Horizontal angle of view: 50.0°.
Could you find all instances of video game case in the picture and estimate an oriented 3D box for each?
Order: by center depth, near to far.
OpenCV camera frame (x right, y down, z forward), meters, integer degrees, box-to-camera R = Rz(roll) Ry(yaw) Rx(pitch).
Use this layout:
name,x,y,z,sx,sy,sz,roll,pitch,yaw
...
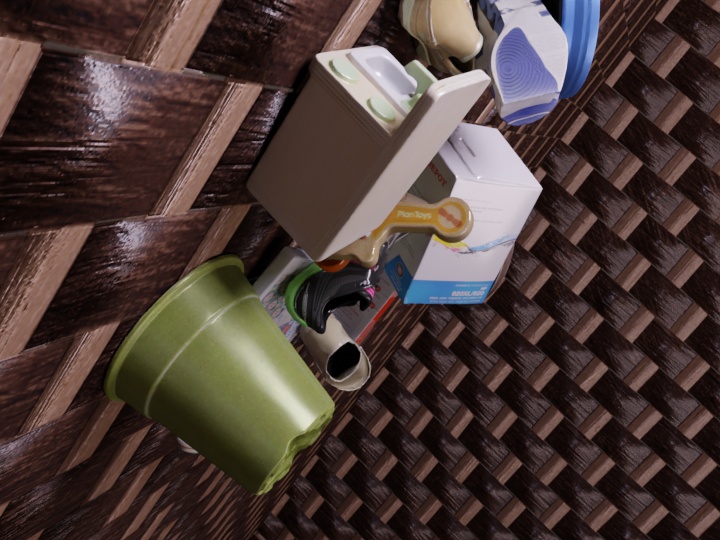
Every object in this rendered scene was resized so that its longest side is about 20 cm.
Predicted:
name,x,y,z,sx,sy,sz,roll,pitch,yaw
video game case,-0.109,0.055,0.995,0.200,0.024,0.181,-48,161,14

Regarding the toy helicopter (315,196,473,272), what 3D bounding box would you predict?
name,x,y,z,sx,sy,sz,roll,pitch,yaw
toy helicopter,0.028,-0.069,0.846,0.079,0.194,0.136,49,48,-67

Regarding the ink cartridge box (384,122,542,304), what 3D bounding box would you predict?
name,x,y,z,sx,sy,sz,roll,pitch,yaw
ink cartridge box,0.122,-0.079,1.056,0.141,0.149,0.203,2,130,-27

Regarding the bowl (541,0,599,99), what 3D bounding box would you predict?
name,x,y,z,sx,sy,sz,roll,pitch,yaw
bowl,0.206,-0.292,0.847,0.038,0.206,0.201,-6,162,-4

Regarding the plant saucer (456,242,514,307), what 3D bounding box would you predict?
name,x,y,z,sx,sy,sz,roll,pitch,yaw
plant saucer,0.175,-0.047,1.153,0.031,0.204,0.202,5,139,-24

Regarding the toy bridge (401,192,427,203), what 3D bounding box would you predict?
name,x,y,z,sx,sy,sz,roll,pitch,yaw
toy bridge,0.048,-0.147,0.917,0.027,0.066,0.203,-42,146,-31

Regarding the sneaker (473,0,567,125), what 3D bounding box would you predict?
name,x,y,z,sx,sy,sz,roll,pitch,yaw
sneaker,0.164,-0.228,0.818,0.078,0.204,0.116,-7,152,3

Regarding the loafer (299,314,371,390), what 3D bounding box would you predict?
name,x,y,z,sx,sy,sz,roll,pitch,yaw
loafer,-0.030,0.131,1.116,0.075,0.069,0.201,-38,145,-3

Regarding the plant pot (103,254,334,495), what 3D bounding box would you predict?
name,x,y,z,sx,sy,sz,roll,pitch,yaw
plant pot,-0.131,0.124,0.809,0.200,0.189,0.201,-46,169,-12

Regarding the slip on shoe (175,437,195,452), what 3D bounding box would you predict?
name,x,y,z,sx,sy,sz,roll,pitch,yaw
slip on shoe,-0.190,0.196,1.134,0.198,0.073,0.063,-33,126,-38

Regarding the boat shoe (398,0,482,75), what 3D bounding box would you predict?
name,x,y,z,sx,sy,sz,roll,pitch,yaw
boat shoe,0.091,-0.244,0.771,0.072,0.076,0.200,-50,169,8

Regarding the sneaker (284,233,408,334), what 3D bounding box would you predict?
name,x,y,z,sx,sy,sz,roll,pitch,yaw
sneaker,0.000,0.000,0.937,0.199,0.084,0.077,-42,161,-5

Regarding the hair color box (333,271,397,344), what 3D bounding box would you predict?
name,x,y,z,sx,sy,sz,roll,pitch,yaw
hair color box,-0.010,0.034,1.205,0.201,0.111,0.064,-51,169,9

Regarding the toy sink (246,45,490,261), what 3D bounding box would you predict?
name,x,y,z,sx,sy,sz,roll,pitch,yaw
toy sink,0.004,-0.130,0.710,0.201,0.112,0.130,-51,170,34
